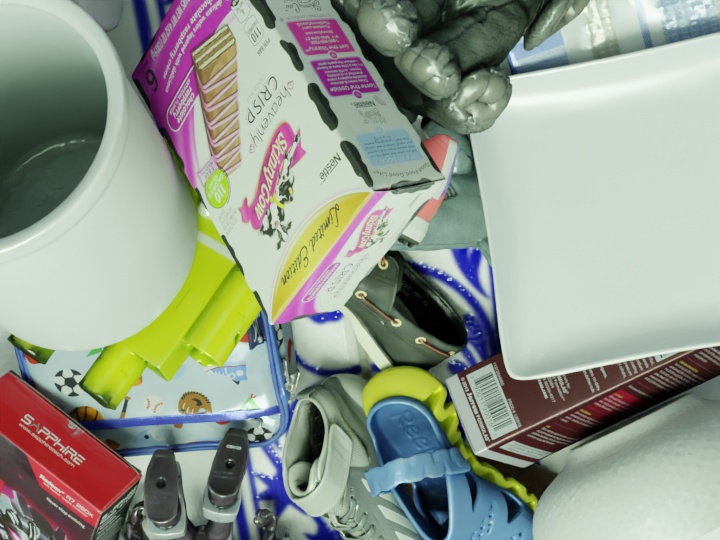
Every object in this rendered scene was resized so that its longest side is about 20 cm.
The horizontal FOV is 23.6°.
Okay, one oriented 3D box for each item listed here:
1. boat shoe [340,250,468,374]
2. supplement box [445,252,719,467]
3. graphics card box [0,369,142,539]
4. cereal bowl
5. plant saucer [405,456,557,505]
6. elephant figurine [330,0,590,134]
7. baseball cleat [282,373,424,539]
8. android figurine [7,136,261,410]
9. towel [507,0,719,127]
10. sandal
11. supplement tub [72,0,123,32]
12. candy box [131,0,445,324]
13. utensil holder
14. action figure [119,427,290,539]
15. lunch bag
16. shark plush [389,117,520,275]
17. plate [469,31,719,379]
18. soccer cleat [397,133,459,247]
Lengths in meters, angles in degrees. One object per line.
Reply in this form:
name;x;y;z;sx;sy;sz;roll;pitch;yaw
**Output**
boat shoe;0.000;-0.002;1.171;0.063;0.074;0.201;-28;126;22
supplement box;0.171;0.064;1.176;0.200;0.109;0.061;-27;70;16
graphics card box;-0.238;0.179;1.250;0.125;0.051;0.200;36;137;11
cereal bowl;0.202;0.141;1.179;0.200;0.200;0.083;-29;83;17
plant saucer;0.089;0.231;1.308;0.200;0.034;0.200;2;114;4
elephant figurine;0.090;-0.187;1.056;0.200;0.155;0.142;-47;125;-7
baseball cleat;-0.007;0.177;1.231;0.070;0.106;0.200;-20;89;35
android figurine;-0.142;-0.011;1.152;0.182;0.041;0.200;32;78;19
towel;0.195;-0.150;1.125;0.200;0.024;0.147;-14;112;11
sandal;0.062;0.164;1.205;0.079;0.087;0.200;-29;115;31
supplement tub;-0.267;-0.184;1.092;0.200;0.132;0.132;-17;112;12
candy box;-0.050;-0.088;1.038;0.200;0.061;0.136;58;136;21
utensil holder;-0.196;-0.053;1.047;0.170;0.170;0.200;-3;160;9
action figure;-0.116;0.193;1.266;0.130;0.069;0.200;-1;147;-6
lunch bag;-0.140;0.061;1.228;0.200;0.076;0.160;-3;117;8
shark plush;0.091;-0.020;1.163;0.200;0.083;0.091;25;133;-20
plate;0.178;-0.041;1.105;0.200;0.032;0.200;-11;78;14
soccer cleat;-0.016;-0.087;1.110;0.068;0.200;0.073;26;97;-49
